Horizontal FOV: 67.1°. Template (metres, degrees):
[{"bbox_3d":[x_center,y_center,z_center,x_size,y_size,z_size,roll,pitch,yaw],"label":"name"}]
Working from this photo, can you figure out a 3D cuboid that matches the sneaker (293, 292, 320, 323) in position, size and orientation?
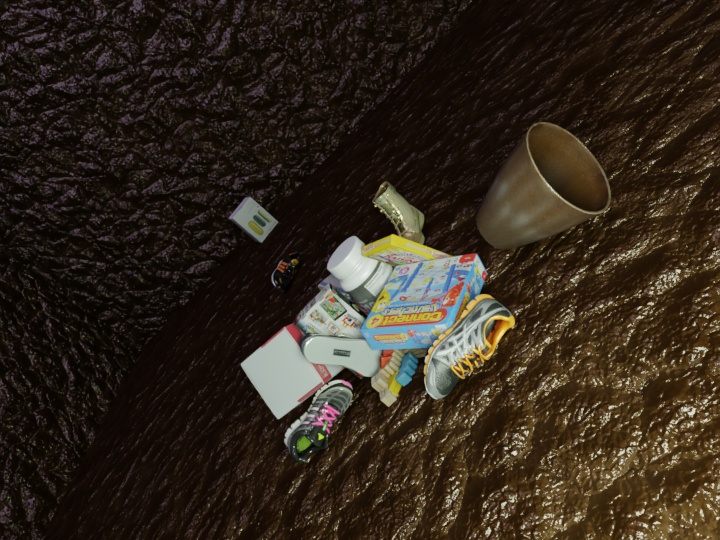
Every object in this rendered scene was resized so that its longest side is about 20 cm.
[{"bbox_3d":[-0.079,0.099,1.388,0.199,0.084,0.074,-37,35,-7],"label":"sneaker"}]

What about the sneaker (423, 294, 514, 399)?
[{"bbox_3d":[0.180,0.131,0.908,0.201,0.078,0.077,-55,35,-5],"label":"sneaker"}]

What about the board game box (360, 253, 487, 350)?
[{"bbox_3d":[0.125,0.062,1.061,0.198,0.056,0.197,-10,35,38],"label":"board game box"}]

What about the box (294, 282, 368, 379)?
[{"bbox_3d":[-0.031,0.130,1.144,0.110,0.200,0.035,-44,21,10],"label":"box"}]

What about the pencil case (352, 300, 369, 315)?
[{"bbox_3d":[-0.006,0.124,1.274,0.200,0.086,0.084,-111,42,-66],"label":"pencil case"}]

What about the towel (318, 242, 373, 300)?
[{"bbox_3d":[0.000,0.000,1.352,0.200,0.024,0.146,-40,29,-23],"label":"towel"}]

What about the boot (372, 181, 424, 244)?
[{"bbox_3d":[0.096,-0.131,1.404,0.072,0.155,0.201,-32,29,33],"label":"boot"}]

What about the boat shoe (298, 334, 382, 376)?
[{"bbox_3d":[-0.028,0.163,1.099,0.064,0.198,0.072,20,93,69],"label":"boat shoe"}]

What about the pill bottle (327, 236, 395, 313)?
[{"bbox_3d":[0.026,0.025,1.212,0.114,0.200,0.114,-40,22,20],"label":"pill bottle"}]

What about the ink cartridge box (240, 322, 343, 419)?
[{"bbox_3d":[-0.131,0.201,1.203,0.145,0.145,0.200,-40,-7,19],"label":"ink cartridge box"}]

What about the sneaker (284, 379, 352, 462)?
[{"bbox_3d":[-0.081,0.315,1.113,0.200,0.074,0.088,-48,23,9],"label":"sneaker"}]

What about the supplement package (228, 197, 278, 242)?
[{"bbox_3d":[-0.578,-0.272,2.928,0.152,0.200,0.150,-52,22,-10],"label":"supplement package"}]

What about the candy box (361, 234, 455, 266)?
[{"bbox_3d":[0.110,-0.027,1.152,0.102,0.198,0.027,-23,58,50],"label":"candy box"}]

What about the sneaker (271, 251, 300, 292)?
[{"bbox_3d":[-0.275,-0.005,2.045,0.090,0.070,0.201,-41,20,27],"label":"sneaker"}]

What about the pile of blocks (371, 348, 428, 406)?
[{"bbox_3d":[0.079,0.162,1.067,0.082,0.062,0.201,-22,34,50],"label":"pile of blocks"}]

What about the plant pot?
[{"bbox_3d":[0.308,-0.127,0.986,0.200,0.186,0.188,-47,15,49],"label":"plant pot"}]
